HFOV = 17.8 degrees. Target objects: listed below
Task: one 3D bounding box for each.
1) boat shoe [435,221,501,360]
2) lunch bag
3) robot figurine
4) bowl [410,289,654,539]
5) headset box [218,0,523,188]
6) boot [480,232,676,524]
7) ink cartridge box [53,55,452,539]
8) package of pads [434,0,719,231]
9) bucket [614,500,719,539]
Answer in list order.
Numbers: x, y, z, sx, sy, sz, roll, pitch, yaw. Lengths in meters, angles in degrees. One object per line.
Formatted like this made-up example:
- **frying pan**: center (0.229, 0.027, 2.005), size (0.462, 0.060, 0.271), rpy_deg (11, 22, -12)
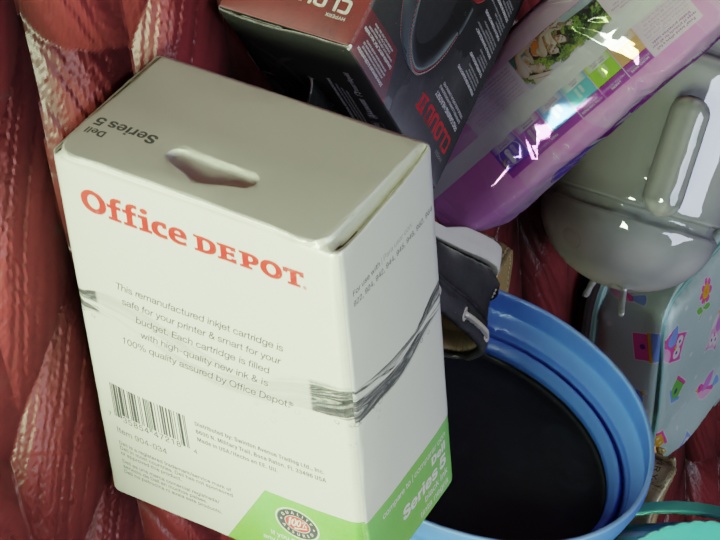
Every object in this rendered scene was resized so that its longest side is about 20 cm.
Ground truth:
- **boat shoe**: center (0.000, 0.000, 1.120), size (0.199, 0.073, 0.061), rpy_deg (20, 68, -53)
- **lunch bag**: center (0.223, 0.021, 1.610), size (0.200, 0.077, 0.161), rpy_deg (-44, 142, -44)
- **robot figurine**: center (0.178, -0.074, 1.414), size (0.170, 0.112, 0.202), rpy_deg (-97, -157, -84)
- **bowl**: center (0.051, 0.080, 1.179), size (0.200, 0.200, 0.040), rpy_deg (-37, 154, -49)
- **headset box**: center (0.019, -0.146, 1.095), size (0.201, 0.075, 0.149), rpy_deg (-64, 154, -15)
- **boot**: center (0.111, 0.085, 1.334), size (0.073, 0.154, 0.202), rpy_deg (-42, 145, -56)
- **ink cartridge box**: center (-0.043, 0.024, 1.007), size (0.084, 0.145, 0.201), rpy_deg (-48, 146, -39)
- **package of pads**: center (0.113, -0.106, 1.195), size (0.200, 0.076, 0.120), rpy_deg (-41, 179, 15)
- **bucket**: center (0.156, 0.224, 1.215), size (0.208, 0.206, 0.135), rpy_deg (-61, -167, -20)
